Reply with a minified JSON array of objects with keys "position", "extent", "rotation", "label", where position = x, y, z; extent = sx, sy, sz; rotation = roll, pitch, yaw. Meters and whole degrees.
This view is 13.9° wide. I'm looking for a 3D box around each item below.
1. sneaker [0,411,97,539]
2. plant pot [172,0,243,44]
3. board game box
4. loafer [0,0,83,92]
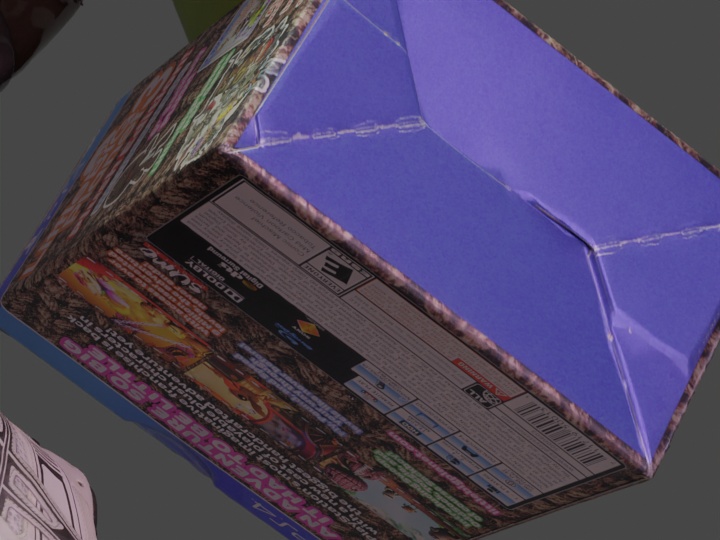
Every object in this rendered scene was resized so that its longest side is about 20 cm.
[{"position":[-0.133,0.067,0.922],"extent":[0.087,0.075,0.201],"rotation":[-11,72,-57],"label":"sneaker"},{"position":[0.019,-0.206,0.994],"extent":[0.199,0.199,0.182],"rotation":[-23,81,-29],"label":"plant pot"},{"position":[0.000,0.000,0.921],"extent":[0.159,0.200,0.097],"rotation":[37,63,-14],"label":"board game box"},{"position":[-0.156,-0.149,0.964],"extent":[0.071,0.073,0.201],"rotation":[-29,93,-41],"label":"loafer"}]
